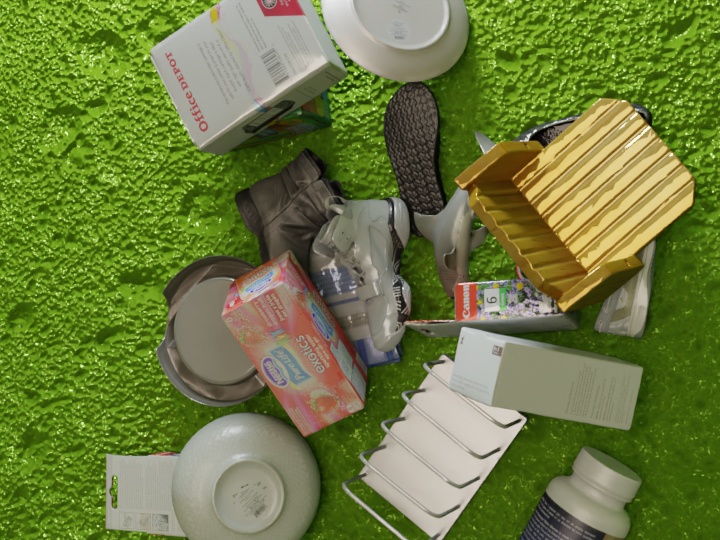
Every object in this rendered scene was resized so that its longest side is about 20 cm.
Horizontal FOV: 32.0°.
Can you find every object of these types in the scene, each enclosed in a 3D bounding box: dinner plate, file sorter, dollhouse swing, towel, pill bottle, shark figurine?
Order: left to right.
[{"bbox_3d":[-0.028,0.036,1.667,0.146,0.024,0.202,-13,85,18],"label":"towel"},{"bbox_3d":[0.048,-0.332,1.587,0.198,0.024,0.202,6,69,-15],"label":"dinner plate"},{"bbox_3d":[0.088,0.228,1.572,0.138,0.124,0.201,37,100,16],"label":"file sorter"},{"bbox_3d":[0.115,-0.075,1.573,0.089,0.128,0.216,19,93,27],"label":"shark figurine"},{"bbox_3d":[0.258,0.321,1.520,0.110,0.111,0.201,29,98,17],"label":"pill bottle"},{"bbox_3d":[0.258,-0.090,1.437,0.176,0.181,0.201,-45,72,27],"label":"dollhouse swing"}]

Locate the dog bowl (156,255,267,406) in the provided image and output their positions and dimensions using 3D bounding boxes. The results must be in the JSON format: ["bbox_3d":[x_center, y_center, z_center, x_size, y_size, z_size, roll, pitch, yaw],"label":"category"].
[{"bbox_3d":[-0.180,0.081,1.699,0.198,0.059,0.202,0,89,18],"label":"dog bowl"}]

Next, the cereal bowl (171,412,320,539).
[{"bbox_3d":[-0.147,0.287,1.632,0.198,0.083,0.202,0,88,-8],"label":"cereal bowl"}]

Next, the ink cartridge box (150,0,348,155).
[{"bbox_3d":[-0.137,-0.256,1.548,0.199,0.086,0.149,-30,80,16],"label":"ink cartridge box"}]

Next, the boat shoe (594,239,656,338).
[{"bbox_3d":[0.326,-0.021,1.526,0.064,0.074,0.204,6,98,13],"label":"boat shoe"}]

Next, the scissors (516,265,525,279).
[{"bbox_3d":[0.247,-0.076,1.583,0.073,0.014,0.202,13,94,20],"label":"scissors"}]

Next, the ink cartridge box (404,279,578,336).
[{"bbox_3d":[0.163,0.046,1.548,0.198,0.109,0.051,-4,78,19],"label":"ink cartridge box"}]

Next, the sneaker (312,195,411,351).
[{"bbox_3d":[0.000,0.000,1.586,0.114,0.075,0.202,8,76,-25],"label":"sneaker"}]

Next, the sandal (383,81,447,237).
[{"bbox_3d":[0.074,-0.145,1.631,0.075,0.048,0.203,-3,100,17],"label":"sandal"}]

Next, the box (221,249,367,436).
[{"bbox_3d":[-0.080,0.093,1.581,0.094,0.103,0.201,-27,111,14],"label":"box"}]

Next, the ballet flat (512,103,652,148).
[{"bbox_3d":[0.261,-0.164,1.544,0.198,0.057,0.067,-20,81,7],"label":"ballet flat"}]

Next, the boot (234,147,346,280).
[{"bbox_3d":[-0.069,-0.049,1.637,0.131,0.070,0.201,-28,87,13],"label":"boot"}]

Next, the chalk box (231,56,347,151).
[{"bbox_3d":[-0.115,-0.242,1.650,0.198,0.124,0.125,-12,85,19],"label":"chalk box"}]

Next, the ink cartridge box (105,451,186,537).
[{"bbox_3d":[-0.252,0.306,1.723,0.198,0.050,0.110,0,89,19],"label":"ink cartridge box"}]

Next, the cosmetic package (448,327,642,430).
[{"bbox_3d":[0.219,0.127,1.485,0.198,0.113,0.082,10,92,-22],"label":"cosmetic package"}]
